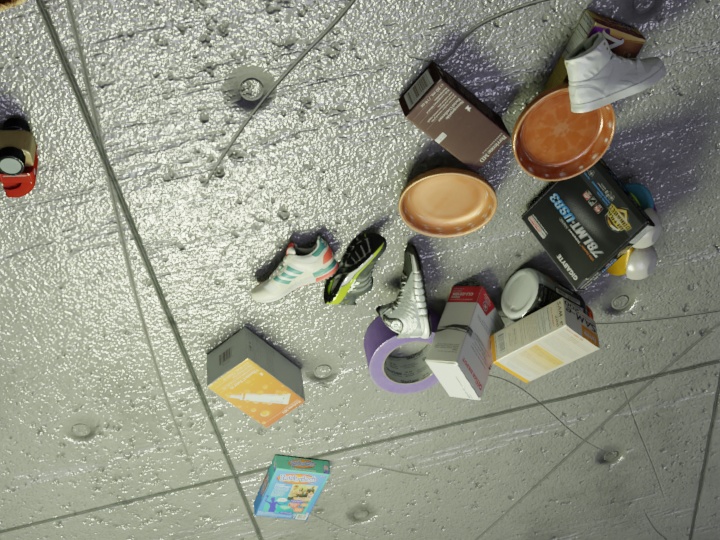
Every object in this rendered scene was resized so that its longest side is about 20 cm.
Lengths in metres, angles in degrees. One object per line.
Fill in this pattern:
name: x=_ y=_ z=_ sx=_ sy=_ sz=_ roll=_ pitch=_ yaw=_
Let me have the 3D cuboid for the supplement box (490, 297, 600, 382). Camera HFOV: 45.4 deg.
supplement box: x=0.392 y=0.152 z=1.841 sx=0.125 sy=0.075 sz=0.199 roll=31 pitch=133 yaw=-33

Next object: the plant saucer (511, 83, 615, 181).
plant saucer: x=0.378 y=-0.260 z=1.611 sx=0.195 sy=0.033 sz=0.203 roll=-6 pitch=131 yaw=-7

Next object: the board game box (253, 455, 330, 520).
board game box: x=-0.180 y=0.569 z=2.245 sx=0.149 sy=0.045 sz=0.202 roll=12 pitch=126 yaw=-20

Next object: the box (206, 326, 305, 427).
box: x=-0.234 y=0.242 z=1.926 sx=0.123 sy=0.098 sz=0.200 roll=-35 pitch=128 yaw=17

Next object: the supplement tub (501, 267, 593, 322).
supplement tub: x=0.420 y=0.086 z=1.918 sx=0.198 sy=0.124 sz=0.123 roll=27 pitch=120 yaw=-30

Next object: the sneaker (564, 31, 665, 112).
sneaker: x=0.447 y=-0.366 z=1.507 sx=0.197 sy=0.074 sz=0.118 roll=-25 pitch=113 yaw=-16

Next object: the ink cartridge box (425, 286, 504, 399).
ink cartridge box: x=0.232 y=0.158 z=1.882 sx=0.082 sy=0.203 sz=0.145 roll=-1 pitch=140 yaw=35

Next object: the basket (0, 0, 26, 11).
basket: x=-0.564 y=-0.438 z=1.257 sx=0.196 sy=0.150 sz=0.145 roll=-15 pitch=131 yaw=0

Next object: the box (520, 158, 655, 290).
box: x=0.451 y=-0.099 z=1.725 sx=0.198 sy=0.202 sz=0.049 roll=-45 pitch=152 yaw=25

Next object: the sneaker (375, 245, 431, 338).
sneaker: x=0.083 y=0.053 z=1.824 sx=0.113 sy=0.075 sz=0.205 roll=-8 pitch=101 yaw=9

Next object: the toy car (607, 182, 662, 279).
toy car: x=0.555 y=-0.094 z=1.793 sx=0.149 sy=0.174 sz=0.203 roll=-35 pitch=137 yaw=-27

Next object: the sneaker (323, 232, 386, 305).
sneaker: x=0.000 y=0.000 z=1.803 sx=0.080 sy=0.075 sz=0.201 roll=14 pitch=132 yaw=-34

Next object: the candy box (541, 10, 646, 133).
candy box: x=0.422 y=-0.363 z=1.589 sx=0.114 sy=0.057 sz=0.202 roll=12 pitch=127 yaw=-20

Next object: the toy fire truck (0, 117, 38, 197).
toy fire truck: x=-0.653 y=-0.148 z=1.510 sx=0.172 sy=0.131 sz=0.202 roll=-2 pitch=142 yaw=-10

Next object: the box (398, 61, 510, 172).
box: x=0.175 y=-0.281 z=1.595 sx=0.198 sy=0.076 sz=0.100 roll=29 pitch=118 yaw=-33

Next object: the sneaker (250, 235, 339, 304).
sneaker: x=-0.146 y=-0.007 z=1.769 sx=0.196 sy=0.071 sz=0.095 roll=-22 pitch=113 yaw=9

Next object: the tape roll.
tape roll: x=0.109 y=0.181 z=1.958 sx=0.195 sy=0.086 sz=0.203 roll=-7 pitch=130 yaw=-8

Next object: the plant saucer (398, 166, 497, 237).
plant saucer: x=0.172 y=-0.139 z=1.705 sx=0.195 sy=0.038 sz=0.202 roll=1 pitch=146 yaw=1
